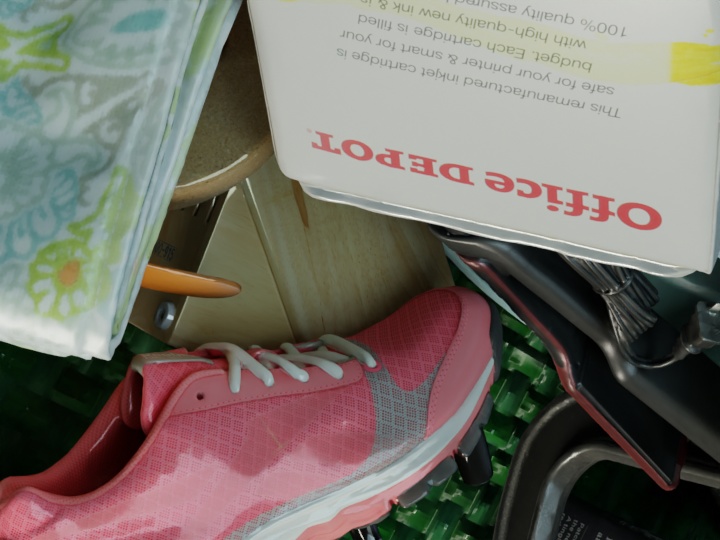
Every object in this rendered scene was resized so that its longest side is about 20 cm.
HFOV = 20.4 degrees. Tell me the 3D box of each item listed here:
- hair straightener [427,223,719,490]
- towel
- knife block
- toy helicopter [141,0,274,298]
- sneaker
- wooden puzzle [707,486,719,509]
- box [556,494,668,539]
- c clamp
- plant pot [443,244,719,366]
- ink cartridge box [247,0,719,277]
[{"bbox_3d":[0.093,0.009,0.699,0.200,0.077,0.041,48,47,-32],"label":"hair straightener"},{"bbox_3d":[-0.137,-0.080,0.592,0.200,0.048,0.172,18,82,2],"label":"towel"},{"bbox_3d":[0.000,0.000,0.759,0.175,0.064,0.200,20,92,-35],"label":"knife block"},{"bbox_3d":[-0.118,-0.041,0.650,0.200,0.079,0.133,-15,79,-8],"label":"toy helicopter"},{"bbox_3d":[-0.035,0.053,0.671,0.200,0.074,0.087,-37,112,-20],"label":"sneaker"},{"bbox_3d":[0.220,0.017,0.914,0.200,0.046,0.185,-42,122,-16],"label":"wooden puzzle"},{"bbox_3d":[0.181,0.208,0.853,0.200,0.197,0.124,30,87,-35],"label":"box"},{"bbox_3d":[0.106,0.130,0.791,0.027,0.200,0.171,23,75,-40],"label":"c clamp"},{"bbox_3d":[0.152,-0.064,0.771,0.200,0.200,0.196,43,71,-34],"label":"plant pot"},{"bbox_3d":[0.044,-0.104,0.563,0.200,0.145,0.083,83,27,-49],"label":"ink cartridge box"}]
